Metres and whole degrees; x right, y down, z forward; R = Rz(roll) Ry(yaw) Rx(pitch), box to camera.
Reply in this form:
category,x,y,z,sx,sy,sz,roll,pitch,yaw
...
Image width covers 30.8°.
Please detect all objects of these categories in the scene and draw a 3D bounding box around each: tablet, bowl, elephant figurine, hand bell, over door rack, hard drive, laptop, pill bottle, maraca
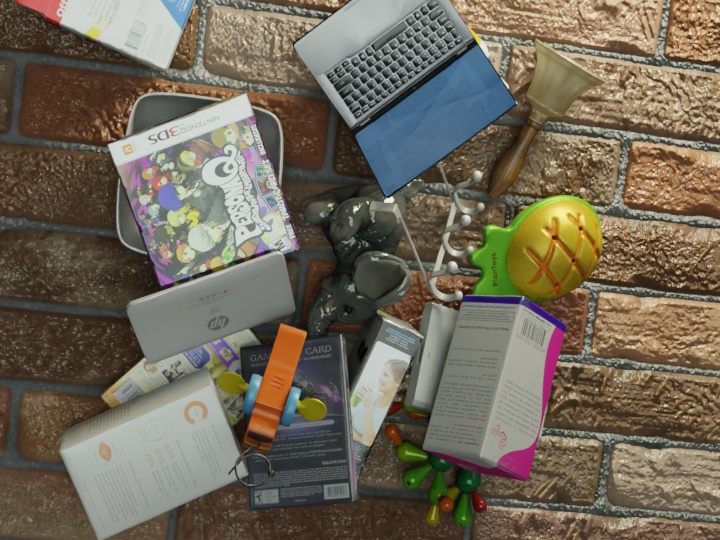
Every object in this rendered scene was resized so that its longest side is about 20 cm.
category,x,y,z,sx,sy,sz,roll,pitch,yaw
tablet,-0.179,0.048,1.596,0.197,0.131,0.014,-19,54,-7
bowl,-0.199,-0.112,1.618,0.196,0.075,0.203,8,94,-9
elephant figurine,0.000,0.000,1.644,0.153,0.141,0.203,-2,106,29
hand bell,0.218,-0.183,1.681,0.103,0.104,0.202,28,104,-11
over door rack,0.094,-0.076,1.598,0.200,0.066,0.149,51,47,-44
hard drive,0.158,0.133,1.684,0.198,0.026,0.134,19,76,-24
laptop,0.048,-0.229,1.519,0.186,0.116,0.201,-34,103,9
pill bottle,0.088,-0.270,1.625,0.200,0.112,0.112,43,89,-11
maraca,0.226,-0.022,1.668,0.197,0.107,0.139,-18,113,-22

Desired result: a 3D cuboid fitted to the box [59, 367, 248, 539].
category,x,y,z,sx,sy,sz,roll,pitch,yaw
box,-0.252,0.222,1.602,0.197,0.097,0.126,-23,101,-6

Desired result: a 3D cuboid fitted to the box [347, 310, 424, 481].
category,x,y,z,sx,sy,sz,roll,pitch,yaw
box,0.005,0.154,1.659,0.059,0.117,0.202,25,94,-8

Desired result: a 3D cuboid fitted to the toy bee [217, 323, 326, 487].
category,x,y,z,sx,sy,sz,roll,pitch,yaw
toy bee,-0.120,0.168,1.568,0.130,0.109,0.200,37,62,6

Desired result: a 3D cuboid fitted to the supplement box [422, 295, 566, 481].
category,x,y,z,sx,sy,sz,roll,pitch,yaw
supplement box,0.165,0.143,1.602,0.101,0.102,0.203,30,69,-40

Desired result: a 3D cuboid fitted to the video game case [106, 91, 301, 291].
category,x,y,z,sx,sy,sz,roll,pitch,yaw
video game case,-0.186,-0.089,1.568,0.179,0.036,0.203,-20,100,-5

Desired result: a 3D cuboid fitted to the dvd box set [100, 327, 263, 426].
category,x,y,z,sx,sy,sz,roll,pitch,yaw
dvd box set,-0.210,0.145,1.666,0.200,0.029,0.147,-42,101,-3

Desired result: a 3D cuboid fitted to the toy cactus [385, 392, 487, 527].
category,x,y,z,sx,sy,sz,roll,pitch,yaw
toy cactus,0.124,0.231,1.705,0.164,0.102,0.202,-29,92,-15

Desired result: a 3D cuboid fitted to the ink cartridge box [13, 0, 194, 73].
category,x,y,z,sx,sy,sz,roll,pitch,yaw
ink cartridge box,-0.305,-0.332,1.579,0.198,0.067,0.118,23,92,-11

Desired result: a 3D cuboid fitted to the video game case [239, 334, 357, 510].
category,x,y,z,sx,sy,sz,roll,pitch,yaw
video game case,-0.077,0.188,1.609,0.141,0.019,0.204,-8,80,21
